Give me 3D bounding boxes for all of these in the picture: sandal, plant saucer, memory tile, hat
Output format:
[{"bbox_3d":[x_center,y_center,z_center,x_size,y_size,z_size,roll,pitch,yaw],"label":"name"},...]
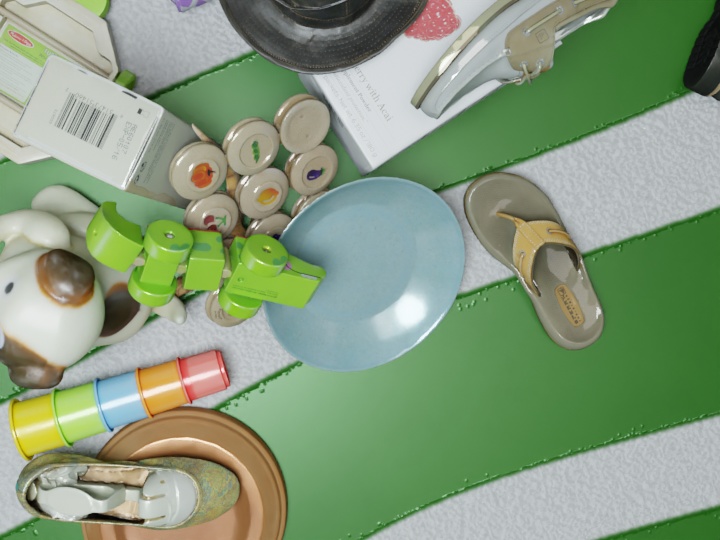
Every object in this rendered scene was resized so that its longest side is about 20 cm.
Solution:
[{"bbox_3d":[0.176,-0.010,0.928,0.080,0.054,0.200,-33,95,-2],"label":"sandal"},{"bbox_3d":[0.000,0.000,0.898,0.200,0.039,0.202,-11,121,-19],"label":"plant saucer"},{"bbox_3d":[-0.082,-0.048,0.851,0.153,0.017,0.200,-28,135,-21],"label":"memory tile"},{"bbox_3d":[-0.169,0.233,0.924,0.199,0.037,0.201,0,93,-5],"label":"plant saucer"},{"bbox_3d":[-0.038,-0.267,0.783,0.200,0.081,0.201,-1,77,3],"label":"hat"}]

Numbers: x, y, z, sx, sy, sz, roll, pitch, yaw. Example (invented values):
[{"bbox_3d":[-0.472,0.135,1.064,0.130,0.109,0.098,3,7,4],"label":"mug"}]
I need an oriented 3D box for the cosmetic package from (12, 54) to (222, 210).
[{"bbox_3d":[-0.194,-0.109,0.815,0.103,0.200,0.073,26,90,7],"label":"cosmetic package"}]

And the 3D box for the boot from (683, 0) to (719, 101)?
[{"bbox_3d":[0.417,-0.244,0.932,0.138,0.077,0.201,22,104,-9],"label":"boot"}]

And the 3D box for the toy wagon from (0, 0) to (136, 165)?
[{"bbox_3d":[-0.286,-0.198,0.890,0.155,0.040,0.200,32,90,-6],"label":"toy wagon"}]

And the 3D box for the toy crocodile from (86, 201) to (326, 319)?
[{"bbox_3d":[-0.125,-0.008,0.795,0.199,0.062,0.068,10,131,-22],"label":"toy crocodile"}]

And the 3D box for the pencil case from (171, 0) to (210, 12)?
[{"bbox_3d":[-0.105,-0.313,0.881,0.199,0.084,0.086,-26,58,-4],"label":"pencil case"}]

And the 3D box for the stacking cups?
[{"bbox_3d":[-0.222,0.125,0.908,0.199,0.061,0.061,-14,94,-7],"label":"stacking cups"}]

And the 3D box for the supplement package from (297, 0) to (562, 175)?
[{"bbox_3d":[0.057,-0.192,0.876,0.200,0.120,0.121,-34,94,-2],"label":"supplement package"}]

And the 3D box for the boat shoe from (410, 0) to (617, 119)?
[{"bbox_3d":[0.130,-0.188,0.785,0.200,0.075,0.068,-43,91,-3],"label":"boat shoe"}]

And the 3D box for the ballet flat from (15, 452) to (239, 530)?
[{"bbox_3d":[-0.210,0.203,0.869,0.199,0.071,0.071,6,93,-5],"label":"ballet flat"}]

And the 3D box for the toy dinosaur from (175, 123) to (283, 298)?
[{"bbox_3d":[-0.117,-0.042,0.865,0.060,0.106,0.200,45,131,24],"label":"toy dinosaur"}]

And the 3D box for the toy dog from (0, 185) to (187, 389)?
[{"bbox_3d":[-0.257,0.029,0.818,0.194,0.200,0.140,31,99,-4],"label":"toy dog"}]
